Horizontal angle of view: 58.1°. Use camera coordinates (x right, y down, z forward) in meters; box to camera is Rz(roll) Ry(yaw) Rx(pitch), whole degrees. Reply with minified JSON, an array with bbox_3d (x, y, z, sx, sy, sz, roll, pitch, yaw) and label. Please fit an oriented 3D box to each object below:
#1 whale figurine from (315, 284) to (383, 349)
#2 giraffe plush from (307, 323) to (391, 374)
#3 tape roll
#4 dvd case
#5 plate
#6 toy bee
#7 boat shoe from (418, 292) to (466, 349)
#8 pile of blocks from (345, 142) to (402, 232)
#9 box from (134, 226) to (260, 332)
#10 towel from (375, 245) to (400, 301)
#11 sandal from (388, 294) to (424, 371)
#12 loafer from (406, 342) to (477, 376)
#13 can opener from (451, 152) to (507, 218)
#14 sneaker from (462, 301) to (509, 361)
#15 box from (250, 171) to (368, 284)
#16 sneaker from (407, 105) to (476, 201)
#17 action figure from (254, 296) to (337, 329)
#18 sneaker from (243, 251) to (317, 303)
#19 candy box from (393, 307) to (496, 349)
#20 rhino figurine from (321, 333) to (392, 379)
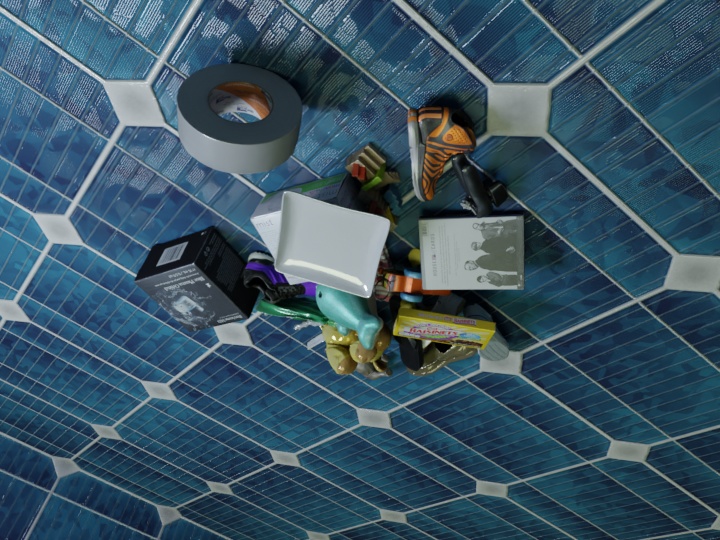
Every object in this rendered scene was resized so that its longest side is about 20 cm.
[{"bbox_3d":[-0.025,0.072,1.329,0.103,0.200,0.160,2,127,-30],"label":"whale figurine"},{"bbox_3d":[0.003,0.162,1.485,0.162,0.174,0.199,19,156,-41],"label":"giraffe plush"},{"bbox_3d":[-0.197,-0.251,1.063,0.199,0.201,0.066,17,141,-2],"label":"tape roll"},{"bbox_3d":[0.215,-0.035,1.253,0.199,0.025,0.151,0,111,14],"label":"dvd case"},{"bbox_3d":[-0.055,-0.052,1.211,0.199,0.032,0.200,16,133,2],"label":"plate"},{"bbox_3d":[0.090,0.014,1.345,0.200,0.131,0.109,27,180,-37],"label":"toy bee"},{"bbox_3d":[0.160,0.108,1.458,0.069,0.071,0.200,39,132,4],"label":"boat shoe"},{"bbox_3d":[0.036,-0.140,1.218,0.082,0.062,0.200,-6,135,24],"label":"pile of blocks"},{"bbox_3d":[-0.368,0.027,1.493,0.196,0.118,0.200,-14,132,30],"label":"box"},{"bbox_3d":[0.000,0.000,1.411,0.146,0.030,0.201,-2,136,19],"label":"towel"},{"bbox_3d":[0.102,0.147,1.448,0.076,0.043,0.201,13,128,43],"label":"sandal"},{"bbox_3d":[0.184,0.187,1.533,0.199,0.076,0.067,-28,123,27],"label":"loafer"},{"bbox_3d":[0.195,-0.150,1.120,0.079,0.063,0.200,-48,148,6],"label":"can opener"},{"bbox_3d":[0.283,0.136,1.444,0.073,0.071,0.200,-13,142,21],"label":"sneaker"},{"bbox_3d":[-0.085,-0.078,1.283,0.199,0.097,0.177,-11,124,27],"label":"box"},{"bbox_3d":[0.143,-0.195,1.112,0.111,0.078,0.200,-3,145,8],"label":"sneaker"},{"bbox_3d":[-0.123,0.096,1.453,0.199,0.118,0.055,12,119,30],"label":"action figure"},{"bbox_3d":[-0.170,0.038,1.451,0.199,0.100,0.070,18,142,-1],"label":"sneaker"},{"bbox_3d":[0.172,0.122,1.350,0.199,0.027,0.102,9,149,1],"label":"candy box"},{"bbox_3d":[-0.016,0.212,1.630,0.199,0.060,0.087,32,148,-13],"label":"rhino figurine"}]
